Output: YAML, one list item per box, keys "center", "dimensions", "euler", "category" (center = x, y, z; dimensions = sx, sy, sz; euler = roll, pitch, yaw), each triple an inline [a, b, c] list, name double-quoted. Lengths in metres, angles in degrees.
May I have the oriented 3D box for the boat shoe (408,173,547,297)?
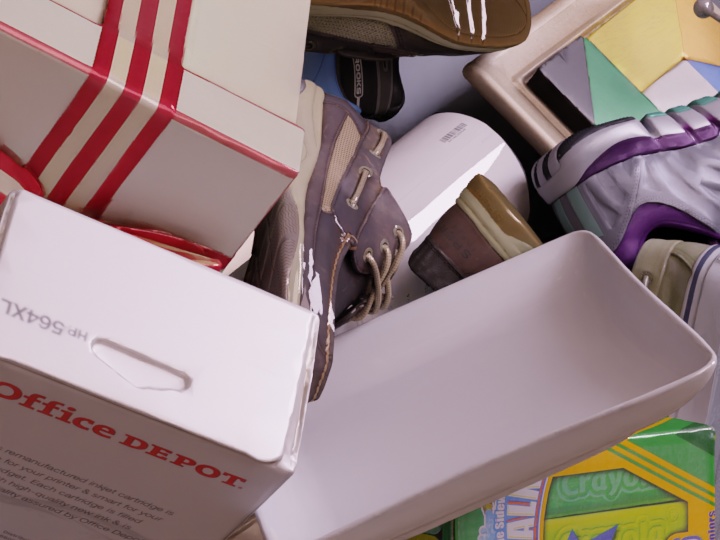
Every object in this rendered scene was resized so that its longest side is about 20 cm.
- center: [0.075, 0.026, 1.378]
  dimensions: [0.066, 0.201, 0.072]
  euler: [-33, 54, 1]
  category: "boat shoe"

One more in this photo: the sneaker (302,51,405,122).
- center: [0.012, -0.164, 1.496]
  dimensions: [0.083, 0.071, 0.200]
  euler: [26, 59, -18]
  category: "sneaker"

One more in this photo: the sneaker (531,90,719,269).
- center: [0.187, -0.045, 1.421]
  dimensions: [0.200, 0.074, 0.088]
  euler: [-18, 79, -20]
  category: "sneaker"

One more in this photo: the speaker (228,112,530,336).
- center: [0.000, 0.000, 1.379]
  dimensions: [0.081, 0.081, 0.200]
  euler: [48, 50, 2]
  category: "speaker"

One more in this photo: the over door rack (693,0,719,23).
- center: [0.234, -0.210, 1.521]
  dimensions: [0.148, 0.067, 0.200]
  euler: [22, 72, -52]
  category: "over door rack"

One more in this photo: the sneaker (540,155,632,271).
- center: [0.159, -0.039, 1.514]
  dimensions: [0.104, 0.060, 0.200]
  euler: [7, 57, -25]
  category: "sneaker"

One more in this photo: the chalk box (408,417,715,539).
- center: [0.052, 0.134, 1.275]
  dimensions: [0.200, 0.124, 0.125]
  euler: [-6, 97, -35]
  category: "chalk box"

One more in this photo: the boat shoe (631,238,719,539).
- center: [0.152, 0.081, 1.366]
  dimensions: [0.072, 0.062, 0.200]
  euler: [-1, 106, -55]
  category: "boat shoe"

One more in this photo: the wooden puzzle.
- center: [0.174, -0.086, 1.496]
  dimensions: [0.185, 0.037, 0.200]
  euler: [46, 46, 7]
  category: "wooden puzzle"

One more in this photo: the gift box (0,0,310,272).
- center: [-0.132, -0.057, 1.271]
  dimensions: [0.184, 0.200, 0.187]
  euler: [22, 38, -14]
  category: "gift box"

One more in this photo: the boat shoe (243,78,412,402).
- center: [-0.012, -0.016, 1.277]
  dimensions: [0.073, 0.075, 0.200]
  euler: [15, 42, -11]
  category: "boat shoe"

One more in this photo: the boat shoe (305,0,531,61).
- center: [0.002, -0.144, 1.406]
  dimensions: [0.200, 0.065, 0.073]
  euler: [9, 67, -41]
  category: "boat shoe"

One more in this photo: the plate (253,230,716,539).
- center: [0.041, 0.059, 1.202]
  dimensions: [0.199, 0.200, 0.032]
  euler: [-24, 111, -4]
  category: "plate"

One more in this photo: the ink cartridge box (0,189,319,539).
- center: [-0.125, 0.068, 1.179]
  dimensions: [0.146, 0.200, 0.084]
  euler: [23, 53, -17]
  category: "ink cartridge box"
